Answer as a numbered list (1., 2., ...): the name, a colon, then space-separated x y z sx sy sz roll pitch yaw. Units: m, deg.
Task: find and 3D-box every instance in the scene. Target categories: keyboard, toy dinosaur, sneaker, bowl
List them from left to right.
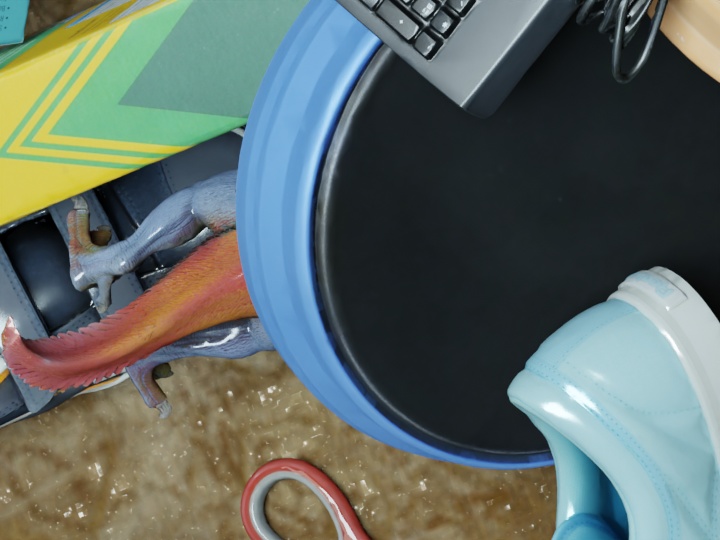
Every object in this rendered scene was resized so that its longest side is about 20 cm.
1. sneaker: -0.118 0.013 0.992 0.200 0.079 0.078 -33 80 14
2. toy dinosaur: 0.000 0.000 0.917 0.181 0.200 0.105 -14 111 17
3. bowl: 0.058 -0.028 0.883 0.039 0.201 0.201 34 104 57
4. keyboard: 0.074 -0.137 0.776 0.104 0.040 0.200 40 103 14
5. sneaker: 0.101 0.101 0.890 0.082 0.074 0.200 -29 108 -15

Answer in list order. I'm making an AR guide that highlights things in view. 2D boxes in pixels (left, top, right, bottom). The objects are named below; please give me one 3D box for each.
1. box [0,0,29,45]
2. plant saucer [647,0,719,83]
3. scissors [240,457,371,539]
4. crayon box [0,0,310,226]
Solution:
1. box: -0.139 -0.180 0.914 0.082 0.049 0.200 46 135 41
2. plant saucer: 0.161 -0.137 0.783 0.200 0.032 0.200 0 91 21
3. scissors: 0.032 0.132 0.979 0.200 0.014 0.073 23 95 16
4. crayon box: -0.081 -0.069 0.950 0.200 0.126 0.052 -21 102 18
